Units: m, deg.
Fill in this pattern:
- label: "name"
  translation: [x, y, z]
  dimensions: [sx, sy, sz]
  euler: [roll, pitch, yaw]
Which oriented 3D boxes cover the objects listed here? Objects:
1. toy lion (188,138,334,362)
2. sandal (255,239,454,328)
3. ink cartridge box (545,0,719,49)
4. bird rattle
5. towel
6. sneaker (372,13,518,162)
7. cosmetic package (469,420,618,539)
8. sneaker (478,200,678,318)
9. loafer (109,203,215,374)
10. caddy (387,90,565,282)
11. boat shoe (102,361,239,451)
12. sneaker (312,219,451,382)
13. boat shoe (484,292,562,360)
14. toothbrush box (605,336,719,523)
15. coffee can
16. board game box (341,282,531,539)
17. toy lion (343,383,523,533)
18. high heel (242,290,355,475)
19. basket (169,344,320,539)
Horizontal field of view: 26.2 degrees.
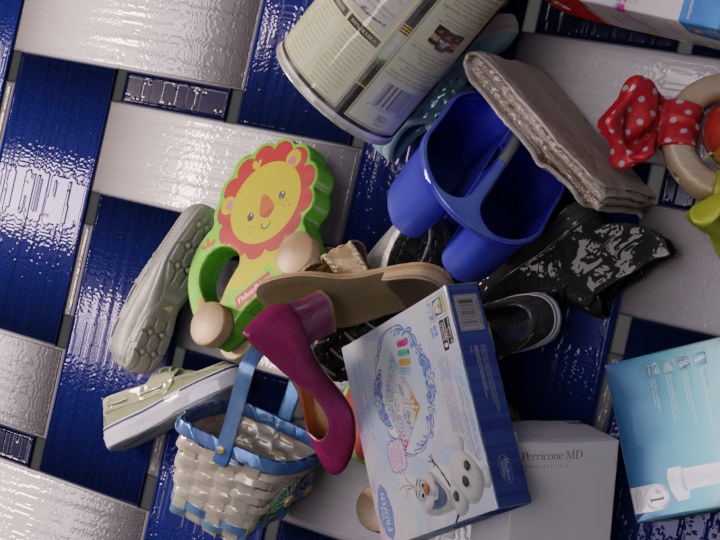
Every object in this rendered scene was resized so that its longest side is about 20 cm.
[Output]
- label: "toy lion"
  translation: [-0.106, -0.034, 1.626]
  dimensions: [0.200, 0.068, 0.193]
  euler: [-38, 50, 20]
- label: "sandal"
  translation: [0.002, 0.004, 1.494]
  dimensions: [0.210, 0.078, 0.070]
  euler: [-4, 46, 33]
- label: "ink cartridge box"
  translation: [0.266, -0.262, 1.440]
  dimensions: [0.199, 0.116, 0.068]
  euler: [19, 94, 28]
- label: "bird rattle"
  translation: [0.320, -0.111, 1.409]
  dimensions: [0.162, 0.113, 0.200]
  euler: [-33, 64, -12]
- label: "towel"
  translation: [0.188, -0.127, 1.459]
  dimensions: [0.035, 0.132, 0.201]
  euler: [-48, 64, 23]
- label: "sneaker"
  translation: [0.089, -0.179, 1.560]
  dimensions: [0.199, 0.074, 0.082]
  euler: [-34, 78, 30]
- label: "cosmetic package"
  translation: [0.163, 0.242, 1.411]
  dimensions: [0.081, 0.112, 0.202]
  euler: [-154, 65, -66]
- label: "sneaker"
  translation: [0.198, 0.011, 1.477]
  dimensions: [0.200, 0.060, 0.105]
  euler: [-44, 66, 17]
- label: "loafer"
  translation: [-0.219, 0.015, 1.698]
  dimensions: [0.070, 0.070, 0.201]
  euler: [27, 88, 44]
- label: "caddy"
  translation: [0.115, -0.086, 1.454]
  dimensions: [0.141, 0.200, 0.105]
  euler: [40, 130, -4]
- label: "boat shoe"
  translation: [-0.210, 0.136, 1.679]
  dimensions: [0.199, 0.072, 0.063]
  euler: [-26, 75, 26]
- label: "sneaker"
  translation: [0.020, 0.027, 1.566]
  dimensions: [0.074, 0.079, 0.201]
  euler: [35, 94, -16]
- label: "boat shoe"
  translation: [0.095, 0.070, 1.470]
  dimensions: [0.199, 0.066, 0.071]
  euler: [-17, 81, 31]
- label: "toothbrush box"
  translation: [0.335, 0.134, 1.374]
  dimensions: [0.198, 0.085, 0.148]
  euler: [-17, 75, 26]
- label: "coffee can"
  translation: [0.035, -0.241, 1.464]
  dimensions: [0.200, 0.146, 0.147]
  euler: [-48, 65, 22]
- label: "board game box"
  translation: [0.064, 0.137, 1.416]
  dimensions: [0.199, 0.043, 0.202]
  euler: [-32, 66, 54]
- label: "toy lion"
  translation: [0.073, 0.164, 1.534]
  dimensions: [0.198, 0.069, 0.194]
  euler: [-6, 74, 28]
- label: "high heel"
  translation: [-0.063, 0.121, 1.488]
  dimensions: [0.067, 0.096, 0.202]
  euler: [20, 126, 51]
- label: "basket"
  translation: [-0.104, 0.161, 1.568]
  dimensions: [0.138, 0.176, 0.202]
  euler: [17, 102, 18]
